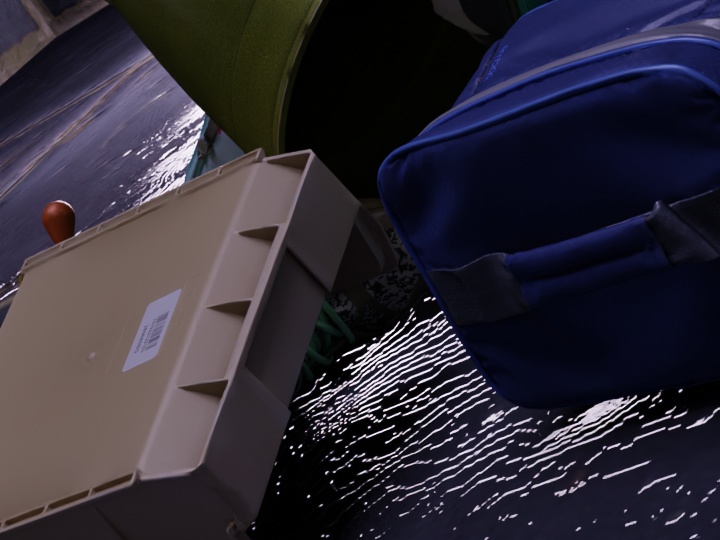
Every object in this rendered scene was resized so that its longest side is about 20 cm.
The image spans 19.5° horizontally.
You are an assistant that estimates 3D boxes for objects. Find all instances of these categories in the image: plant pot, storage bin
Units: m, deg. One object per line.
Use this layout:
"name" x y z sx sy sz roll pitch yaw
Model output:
"plant pot" -0.044 -0.161 1.119 0.192 0.201 0.200 33 61 26
"storage bin" -0.092 0.065 0.945 0.198 0.094 0.201 -22 35 36

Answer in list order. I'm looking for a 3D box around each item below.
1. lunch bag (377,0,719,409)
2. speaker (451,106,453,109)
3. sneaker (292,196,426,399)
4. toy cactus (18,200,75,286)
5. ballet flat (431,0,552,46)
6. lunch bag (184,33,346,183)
"lunch bag" 0.115 -0.031 0.793 0.199 0.136 0.132 -18 23 46
"speaker" 0.119 -0.067 0.998 0.088 0.089 0.199 -43 16 -26
"sneaker" -0.037 0.043 1.070 0.199 0.077 0.089 -37 27 17
"toy cactus" -0.104 0.019 1.190 0.163 0.103 0.200 -10 -28 -4
"ballet flat" 0.073 -0.138 1.051 0.073 0.074 0.200 -31 -17 15
"lunch bag" -0.018 -0.100 1.290 0.199 0.077 0.161 -31 -19 -37
